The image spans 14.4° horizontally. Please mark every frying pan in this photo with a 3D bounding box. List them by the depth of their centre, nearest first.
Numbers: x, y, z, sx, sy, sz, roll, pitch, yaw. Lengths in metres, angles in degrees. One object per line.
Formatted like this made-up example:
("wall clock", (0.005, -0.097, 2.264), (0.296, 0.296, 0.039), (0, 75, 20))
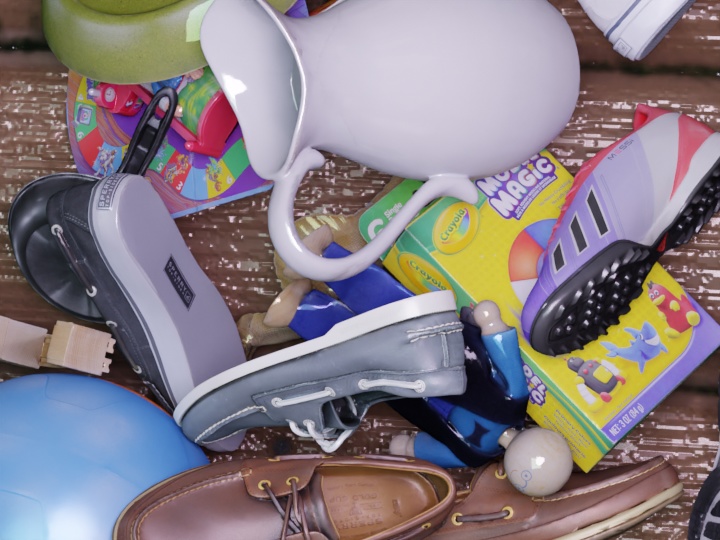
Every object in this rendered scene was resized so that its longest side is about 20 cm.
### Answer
("frying pan", (-0.137, -0.024, 1.693), (0.115, 0.031, 0.190), (44, 133, -17))

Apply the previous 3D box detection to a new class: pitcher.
("pitcher", (0.025, -0.083, 1.597), (0.200, 0.121, 0.172), (-6, 82, -31))

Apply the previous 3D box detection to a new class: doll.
("doll", (0.039, 0.062, 1.634), (0.200, 0.048, 0.137), (36, 130, 14))

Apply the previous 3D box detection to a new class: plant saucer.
("plant saucer", (-0.107, -0.196, 1.673), (0.200, 0.031, 0.200), (-17, 46, 19))

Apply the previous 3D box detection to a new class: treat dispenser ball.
("treat dispenser ball", (-0.176, 0.160, 1.662), (0.201, 0.201, 0.201), (0, 90, 11))

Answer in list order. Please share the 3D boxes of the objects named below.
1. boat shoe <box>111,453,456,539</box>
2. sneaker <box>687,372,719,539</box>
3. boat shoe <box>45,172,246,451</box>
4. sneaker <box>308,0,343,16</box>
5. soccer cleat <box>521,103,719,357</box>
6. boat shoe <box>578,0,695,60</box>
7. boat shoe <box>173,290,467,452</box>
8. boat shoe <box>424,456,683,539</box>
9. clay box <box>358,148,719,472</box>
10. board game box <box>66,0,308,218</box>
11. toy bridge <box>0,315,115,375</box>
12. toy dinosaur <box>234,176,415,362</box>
("boat shoe", (-0.039, 0.134, 1.585), (0.200, 0.068, 0.072), (-7, 79, -24))
("sneaker", (0.247, 0.121, 1.646), (0.081, 0.074, 0.200), (1, 109, -26))
("boat shoe", (-0.122, 0.025, 1.675), (0.057, 0.069, 0.200), (-4, 127, 28))
("sneaker", (-0.009, -0.126, 1.698), (0.200, 0.073, 0.077), (-32, 98, 13))
("soccer cleat", (0.140, -0.025, 1.629), (0.073, 0.068, 0.200), (31, 53, 21))
("boat shoe", (0.203, -0.214, 1.653), (0.067, 0.074, 0.200), (44, 98, 5))
("boat shoe", (-0.023, 0.070, 1.595), (0.200, 0.073, 0.062), (-24, 81, 33))
("boat shoe", (0.088, 0.141, 1.671), (0.200, 0.072, 0.068), (-18, 87, 12))
("clay box", (0.104, 0.007, 1.657), (0.200, 0.048, 0.115), (46, 57, 6))
("board game box", (-0.116, -0.113, 1.684), (0.200, 0.039, 0.158), (-15, 75, 38))
("toy bridge", (-0.217, 0.042, 1.715), (0.200, 0.067, 0.027), (5, 81, 43))
("toy dinosaur", (0.000, 0.000, 1.701), (0.101, 0.058, 0.200), (44, 97, 9))
